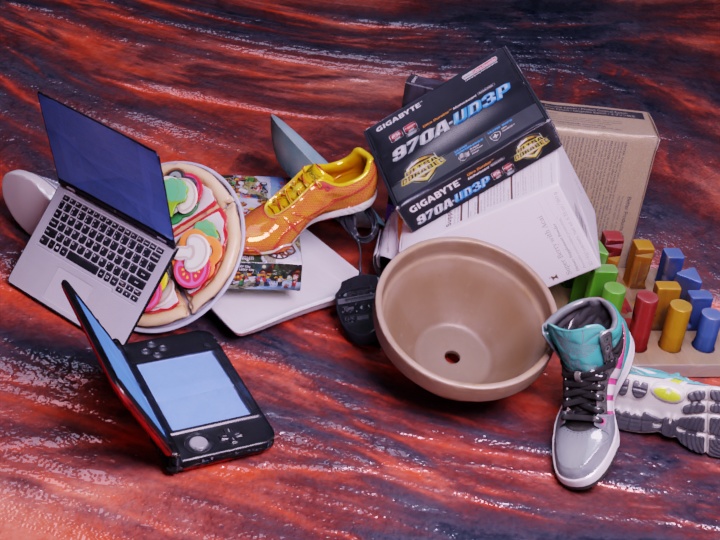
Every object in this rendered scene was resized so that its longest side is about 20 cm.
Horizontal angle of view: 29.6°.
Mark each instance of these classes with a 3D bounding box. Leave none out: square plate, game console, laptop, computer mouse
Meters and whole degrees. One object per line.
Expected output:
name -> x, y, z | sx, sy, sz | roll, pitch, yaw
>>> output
square plate -> -0.119, 0.004, 1.600 | 0.196, 0.029, 0.199 | -19, 41, -34
game console -> -0.192, 0.092, 1.362 | 0.170, 0.120, 0.200 | -10, 37, -25
laptop -> -0.301, -0.052, 1.467 | 0.186, 0.202, 0.116 | 27, -4, 29
computer mouse -> 0.000, 0.000, 1.570 | 0.058, 0.034, 0.202 | -8, 58, 7

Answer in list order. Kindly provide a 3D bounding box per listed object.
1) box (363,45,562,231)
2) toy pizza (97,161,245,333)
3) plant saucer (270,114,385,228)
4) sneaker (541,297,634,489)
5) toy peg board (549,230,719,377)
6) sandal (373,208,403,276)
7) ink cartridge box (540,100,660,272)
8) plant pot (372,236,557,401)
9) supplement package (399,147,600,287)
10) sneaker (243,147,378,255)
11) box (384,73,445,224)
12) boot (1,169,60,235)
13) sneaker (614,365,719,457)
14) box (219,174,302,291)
box -> 0.114, -0.152, 1.565 | 0.198, 0.046, 0.160 | -30, 42, 8
toy pizza -> -0.221, -0.031, 1.511 | 0.197, 0.032, 0.203 | -7, 69, 18
plant saucer -> -0.052, -0.113, 1.712 | 0.201, 0.039, 0.201 | 44, 5, -5
sneaker -> 0.224, 0.107, 1.372 | 0.083, 0.121, 0.202 | -3, 50, 29
toy peg board -> 0.328, 0.026, 1.595 | 0.196, 0.099, 0.201 | 1, 33, -11
sandal -> 0.043, -0.001, 1.601 | 0.059, 0.079, 0.208 | -21, 42, 22
ink cartridge box -> 0.262, -0.100, 1.680 | 0.162, 0.202, 0.075 | 6, 32, -4
plant pot -> 0.105, 0.069, 1.461 | 0.198, 0.093, 0.203 | 6, 50, -8
supplement package -> 0.159, -0.043, 1.562 | 0.198, 0.122, 0.120 | -23, 28, 20
sneaker -> -0.070, -0.083, 1.558 | 0.199, 0.078, 0.073 | -31, 47, -20
box -> 0.111, -0.132, 1.697 | 0.141, 0.202, 0.036 | 14, 29, 11
boot -> -0.333, -0.067, 1.637 | 0.199, 0.073, 0.090 | 33, 34, 20
sneaker -> 0.348, 0.138, 1.451 | 0.197, 0.079, 0.080 | 16, 24, 14
box -> -0.141, -0.048, 1.614 | 0.134, 0.038, 0.201 | 2, 33, -8
